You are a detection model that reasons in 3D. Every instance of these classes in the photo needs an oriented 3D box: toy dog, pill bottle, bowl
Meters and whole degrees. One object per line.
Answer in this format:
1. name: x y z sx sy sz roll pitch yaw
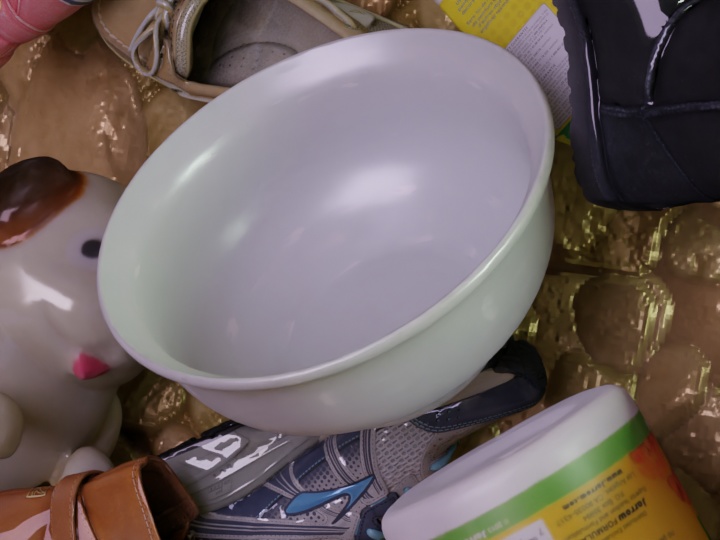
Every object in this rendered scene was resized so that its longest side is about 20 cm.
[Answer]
1. toy dog: -0.162 0.043 1.388 0.200 0.139 0.194 -42 28 22
2. pill bottle: 0.101 0.156 1.166 0.111 0.111 0.201 -29 91 26
3. bowl: 0.000 0.000 1.229 0.200 0.091 0.202 -18 39 15

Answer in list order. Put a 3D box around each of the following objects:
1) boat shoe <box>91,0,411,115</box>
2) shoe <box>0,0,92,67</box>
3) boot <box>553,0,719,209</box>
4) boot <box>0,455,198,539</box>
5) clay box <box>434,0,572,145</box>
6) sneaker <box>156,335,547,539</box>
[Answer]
1. boat shoe: -0.051 -0.106 1.363 0.200 0.063 0.074 25 96 34
2. shoe: -0.183 -0.194 1.438 0.091 0.071 0.201 -35 61 30
3. boot: 0.160 -0.103 1.130 0.200 0.065 0.166 0 102 53
4. boot: -0.106 0.181 1.314 0.155 0.077 0.201 -24 97 25
5. clay box: 0.072 -0.160 1.300 0.115 0.048 0.200 -48 60 17
6. sneaker: 0.000 0.089 1.305 0.199 0.078 0.087 -22 93 26
